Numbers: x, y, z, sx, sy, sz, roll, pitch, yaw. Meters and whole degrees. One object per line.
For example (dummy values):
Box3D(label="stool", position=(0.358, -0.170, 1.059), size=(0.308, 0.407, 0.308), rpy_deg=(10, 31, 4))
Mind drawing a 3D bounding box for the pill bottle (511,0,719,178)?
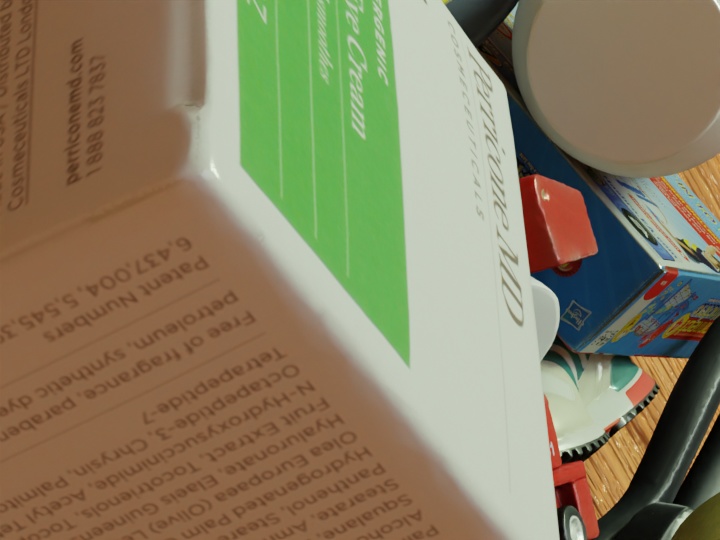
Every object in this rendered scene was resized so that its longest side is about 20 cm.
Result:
Box3D(label="pill bottle", position=(0.126, -0.102, 1.191), size=(0.114, 0.112, 0.200), rpy_deg=(64, 15, -5))

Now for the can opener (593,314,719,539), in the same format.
Box3D(label="can opener", position=(0.145, 0.104, 1.244), size=(0.064, 0.078, 0.200), rpy_deg=(54, 52, -28))

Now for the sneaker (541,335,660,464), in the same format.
Box3D(label="sneaker", position=(0.066, 0.051, 1.214), size=(0.094, 0.070, 0.200), rpy_deg=(49, 21, 6))

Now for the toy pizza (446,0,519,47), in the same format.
Box3D(label="toy pizza", position=(-0.001, -0.174, 1.149), size=(0.201, 0.200, 0.032), rpy_deg=(54, -16, -29))

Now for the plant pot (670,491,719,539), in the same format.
Box3D(label="plant pot", position=(0.164, 0.173, 0.992), size=(0.201, 0.199, 0.185), rpy_deg=(58, 23, -20))

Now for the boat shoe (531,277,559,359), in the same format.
Box3D(label="boat shoe", position=(0.000, 0.000, 1.089), size=(0.068, 0.072, 0.199), rpy_deg=(39, 18, 36))

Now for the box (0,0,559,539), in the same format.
Box3D(label="box", position=(-0.077, 0.001, 0.692), size=(0.172, 0.199, 0.200), rpy_deg=(52, 23, -39))

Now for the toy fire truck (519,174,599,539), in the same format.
Box3D(label="toy fire truck", position=(0.036, 0.042, 0.985), size=(0.200, 0.048, 0.142), rpy_deg=(-8, 84, -63))

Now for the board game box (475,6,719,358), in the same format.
Box3D(label="board game box", position=(0.087, -0.050, 1.277), size=(0.200, 0.056, 0.196), rpy_deg=(50, 15, 17))

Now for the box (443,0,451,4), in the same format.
Box3D(label="box", position=(-0.014, -0.138, 1.024), size=(0.118, 0.048, 0.200), rpy_deg=(65, 27, -9))
